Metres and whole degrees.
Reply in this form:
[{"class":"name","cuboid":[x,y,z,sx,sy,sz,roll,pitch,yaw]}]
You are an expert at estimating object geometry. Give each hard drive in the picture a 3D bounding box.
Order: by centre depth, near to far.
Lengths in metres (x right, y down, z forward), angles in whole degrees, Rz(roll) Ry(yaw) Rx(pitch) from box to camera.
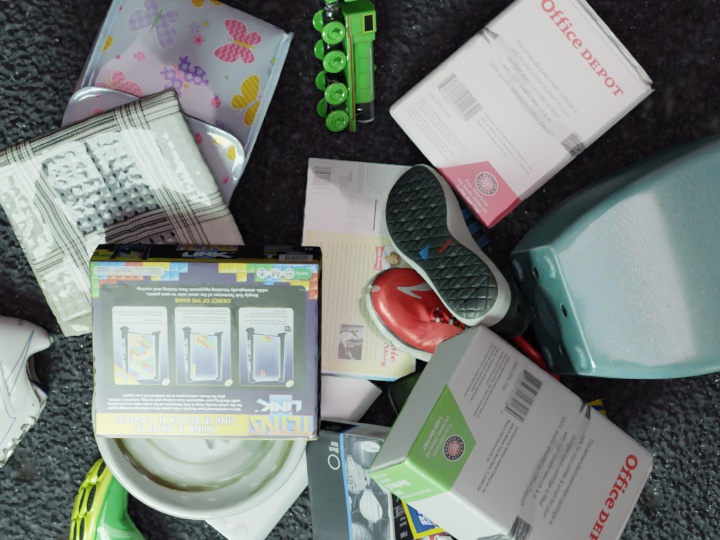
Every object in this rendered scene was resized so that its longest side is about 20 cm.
[{"class":"hard drive","cuboid":[-0.092,0.150,1.625,0.132,0.026,0.200,38,92,-1]}]

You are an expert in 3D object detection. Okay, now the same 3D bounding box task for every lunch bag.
[{"class":"lunch bag","cuboid":[-0.171,-0.148,1.549,0.169,0.127,0.200,23,85,-8]}]

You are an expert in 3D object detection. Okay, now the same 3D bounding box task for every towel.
[{"class":"towel","cuboid":[-0.212,-0.043,1.511,0.192,0.035,0.200,-19,119,7]}]

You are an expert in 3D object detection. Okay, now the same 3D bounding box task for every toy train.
[{"class":"toy train","cuboid":[-0.013,-0.216,1.563,0.056,0.042,0.200,-12,124,-14]}]

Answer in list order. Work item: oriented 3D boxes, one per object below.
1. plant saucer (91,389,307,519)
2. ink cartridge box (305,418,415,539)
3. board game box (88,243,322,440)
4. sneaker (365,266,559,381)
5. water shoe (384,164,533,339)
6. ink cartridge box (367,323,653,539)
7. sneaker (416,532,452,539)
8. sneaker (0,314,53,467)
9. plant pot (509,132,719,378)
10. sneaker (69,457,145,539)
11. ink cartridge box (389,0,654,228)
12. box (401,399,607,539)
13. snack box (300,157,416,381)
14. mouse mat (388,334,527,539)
[{"class":"plant saucer","cuboid":[-0.144,0.126,1.581,0.200,0.050,0.201,0,100,1]},{"class":"ink cartridge box","cuboid":[0.003,0.240,1.582,0.099,0.039,0.201,3,104,39]},{"class":"board game box","cuboid":[-0.133,0.062,1.509,0.199,0.057,0.166,1,108,0]},{"class":"sneaker","cuboid":[0.098,0.054,1.550,0.200,0.085,0.077,32,67,-16]},{"class":"water shoe","cuboid":[0.085,-0.011,1.532,0.071,0.200,0.079,-41,136,15]},{"class":"ink cartridge box","cuboid":[0.130,0.165,1.462,0.200,0.084,0.146,37,64,-12]},{"class":"sneaker","cuboid":[0.091,0.270,1.577,0.071,0.112,0.201,-12,97,-28]},{"class":"sneaker","cuboid":[-0.340,0.137,1.607,0.087,0.075,0.201,10,93,-4]},{"class":"plant pot","cuboid":[0.250,0.005,1.505,0.200,0.196,0.197,-20,92,-15]},{"class":"sneaker","cuboid":[-0.228,0.270,1.619,0.083,0.074,0.201,1,89,-24]},{"class":"ink cartridge box","cuboid":[0.146,-0.157,1.580,0.200,0.085,0.146,-40,91,4]},{"class":"box","cuboid":[0.133,0.177,1.545,0.200,0.064,0.070,-15,82,-28]},{"class":"snack box","cuboid":[0.000,0.000,1.598,0.116,0.037,0.201,5,86,-3]},{"class":"mouse mat","cuboid":[0.126,0.169,1.585,0.161,0.008,0.200,-22,84,-28]}]
